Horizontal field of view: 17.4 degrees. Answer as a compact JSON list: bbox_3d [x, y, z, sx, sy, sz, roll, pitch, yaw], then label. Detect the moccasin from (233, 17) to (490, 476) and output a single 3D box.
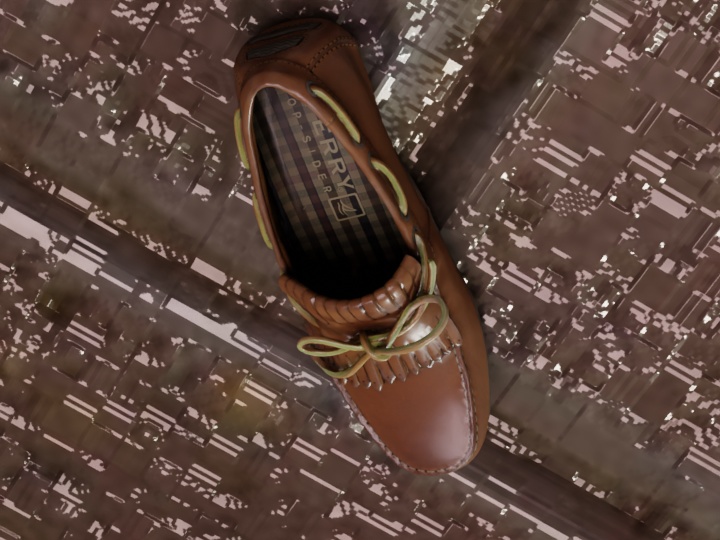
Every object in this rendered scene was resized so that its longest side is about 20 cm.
[{"bbox_3d":[0.002,0.000,0.936,0.074,0.078,0.201,-8,119,15],"label":"moccasin"}]
